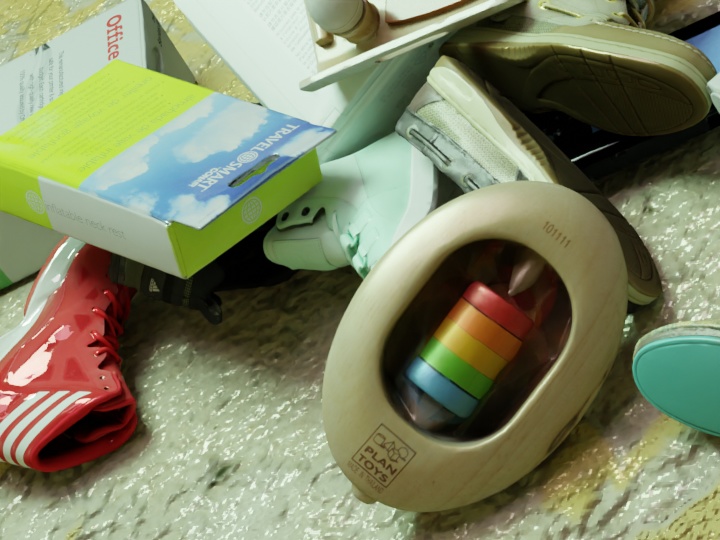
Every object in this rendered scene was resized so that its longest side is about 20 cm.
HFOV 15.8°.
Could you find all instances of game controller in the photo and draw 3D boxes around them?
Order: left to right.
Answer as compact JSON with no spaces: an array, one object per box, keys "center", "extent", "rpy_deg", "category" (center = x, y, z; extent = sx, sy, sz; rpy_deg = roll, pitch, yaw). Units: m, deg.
[{"center":[0.187,-0.111,1.527],"extent":[0.200,0.042,0.104],"rpy_deg":[-24,36,15],"category":"game controller"}]

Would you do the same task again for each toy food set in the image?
[{"center":[0.009,-0.218,1.547],"extent":[0.143,0.060,0.200],"rpy_deg":[-22,67,24],"category":"toy food set"}]

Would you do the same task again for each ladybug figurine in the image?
[{"center":[0.060,0.041,1.388],"extent":[0.200,0.136,0.072],"rpy_deg":[-49,-2,4],"category":"ladybug figurine"}]

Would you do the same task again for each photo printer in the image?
[{"center":[-0.023,-0.181,1.637],"extent":[0.166,0.069,0.200],"rpy_deg":[-51,58,14],"category":"photo printer"}]

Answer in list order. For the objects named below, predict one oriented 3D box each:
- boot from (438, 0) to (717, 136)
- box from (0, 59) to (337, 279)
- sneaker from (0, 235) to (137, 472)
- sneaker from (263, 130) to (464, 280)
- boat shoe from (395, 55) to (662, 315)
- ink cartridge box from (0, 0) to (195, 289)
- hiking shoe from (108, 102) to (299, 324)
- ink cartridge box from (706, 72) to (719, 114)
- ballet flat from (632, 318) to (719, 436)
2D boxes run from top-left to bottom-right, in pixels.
[{"center":[0.156,-0.157,1.509],"extent":[0.200,0.072,0.155],"rpy_deg":[13,55,50],"category":"boot"},{"center":[-0.119,-0.061,1.554],"extent":[0.200,0.048,0.122],"rpy_deg":[20,46,40],"category":"box"},{"center":[-0.159,0.050,1.616],"extent":[0.115,0.078,0.200],"rpy_deg":[21,65,33],"category":"sneaker"},{"center":[0.000,0.000,1.523],"extent":[0.118,0.074,0.201],"rpy_deg":[-20,34,20],"category":"sneaker"},{"center":[0.093,-0.038,1.472],"extent":[0.065,0.073,0.200],"rpy_deg":[-49,55,16],"category":"boat shoe"},{"center":[-0.213,-0.081,1.783],"extent":[0.200,0.084,0.146],"rpy_deg":[-26,36,13],"category":"ink cartridge box"},{"center":[-0.069,-0.032,1.631],"extent":[0.101,0.076,0.200],"rpy_deg":[32,48,15],"category":"hiking shoe"},{"center":[0.308,-0.110,1.388],"extent":[0.200,0.085,0.145],"rpy_deg":[-39,35,-8],"category":"ink cartridge box"},{"center":[0.229,0.053,1.288],"extent":[0.200,0.071,0.071],"rpy_deg":[5,51,43],"category":"ballet flat"}]
